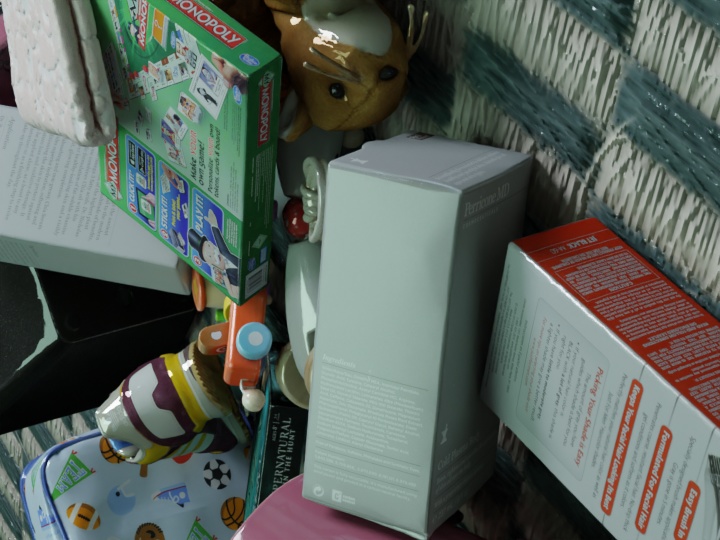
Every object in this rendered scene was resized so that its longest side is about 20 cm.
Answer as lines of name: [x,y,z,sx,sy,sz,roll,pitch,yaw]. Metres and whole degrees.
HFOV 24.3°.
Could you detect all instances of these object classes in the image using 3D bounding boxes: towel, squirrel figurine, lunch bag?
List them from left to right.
towel: [-0.206,-0.176,1.056,0.200,0.032,0.191,-156,53,-68]
lunch bag: [-0.159,0.193,1.287,0.076,0.200,0.161,-34,75,56]
squirrel figurine: [-0.038,-0.173,0.985,0.200,0.141,0.187,3,119,57]

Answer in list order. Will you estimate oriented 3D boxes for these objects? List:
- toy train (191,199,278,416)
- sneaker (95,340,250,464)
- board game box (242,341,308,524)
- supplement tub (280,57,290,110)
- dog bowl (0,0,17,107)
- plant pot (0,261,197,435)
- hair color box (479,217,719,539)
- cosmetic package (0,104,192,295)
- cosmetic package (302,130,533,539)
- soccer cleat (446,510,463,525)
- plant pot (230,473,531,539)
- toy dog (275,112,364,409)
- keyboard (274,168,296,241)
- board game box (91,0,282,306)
toy train: [-0.091,0.031,1.153,0.200,0.055,0.151,116,158,-75]
sneaker: [-0.137,0.101,1.205,0.200,0.090,0.075,74,173,-75]
board game box: [-0.066,0.165,1.185,0.135,0.028,0.200,-107,25,-74]
supplement tub: [-0.130,-0.159,1.137,0.200,0.122,0.123,55,146,28]
dog bowl: [-0.268,-0.171,1.299,0.074,0.200,0.200,55,146,16]
plant pot: [-0.250,0.008,1.371,0.177,0.200,0.200,-29,79,49]
hair color box: [0.148,0.075,0.843,0.200,0.064,0.111,47,142,40]
cosmetic package: [-0.214,-0.054,1.231,0.071,0.200,0.102,84,-163,-71]
cosmetic package: [0.031,0.031,0.929,0.090,0.107,0.200,16,113,23]
soccer cleat: [-0.007,0.135,1.103,0.200,0.086,0.070,-23,46,56]
plant pot: [0.011,0.216,0.961,0.179,0.200,0.200,32,134,23]
toy dog: [0.000,0.000,1.044,0.132,0.096,0.200,-128,37,-59]
keyboard: [-0.065,-0.086,1.181,0.200,0.011,0.056,59,143,23]
board game box: [-0.107,-0.085,1.012,0.135,0.029,0.200,39,147,24]
